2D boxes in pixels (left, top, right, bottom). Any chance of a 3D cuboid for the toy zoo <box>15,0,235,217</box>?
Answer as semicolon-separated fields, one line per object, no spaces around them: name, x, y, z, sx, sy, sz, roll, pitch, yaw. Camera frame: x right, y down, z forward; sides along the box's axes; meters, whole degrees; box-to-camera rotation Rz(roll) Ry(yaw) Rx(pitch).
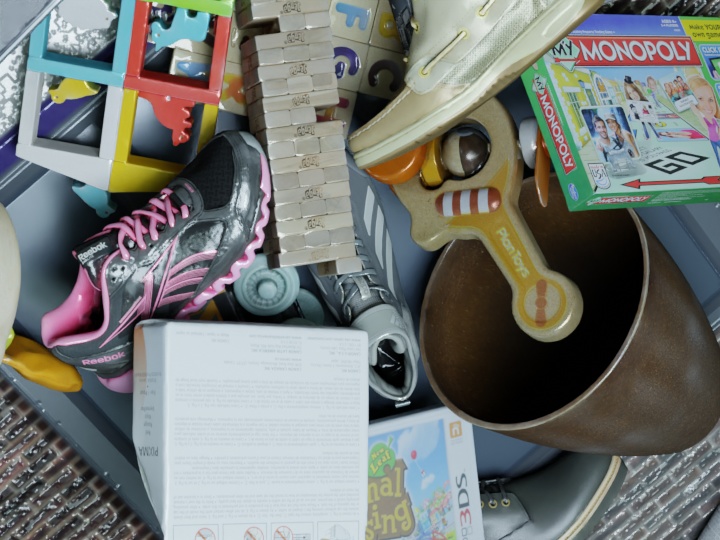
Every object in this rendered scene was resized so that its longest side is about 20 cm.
toy zoo;-0.155;-0.131;1.328;0.130;0.020;0.202;10;112;-2

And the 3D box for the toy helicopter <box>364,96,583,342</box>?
toy helicopter;0.097;-0.045;1.355;0.132;0.201;0.079;-33;158;10

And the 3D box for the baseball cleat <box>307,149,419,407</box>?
baseball cleat;0.000;0.000;1.393;0.069;0.107;0.201;-26;111;0

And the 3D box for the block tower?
block tower;-0.043;-0.095;1.326;0.057;0.054;0.202;-9;91;-14

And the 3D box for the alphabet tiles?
alphabet tiles;-0.052;-0.184;1.357;0.198;0.006;0.168;12;96;-19

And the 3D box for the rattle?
rattle;-0.233;-0.025;1.343;0.142;0.130;0.202;6;80;-28

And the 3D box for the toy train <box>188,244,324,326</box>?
toy train;-0.077;0.057;1.409;0.113;0.085;0.201;-23;113;4

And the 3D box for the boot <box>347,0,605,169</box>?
boot;0.039;-0.175;1.292;0.200;0.073;0.156;-37;90;22

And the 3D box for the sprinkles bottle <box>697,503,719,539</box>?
sprinkles bottle;0.314;0.189;1.564;0.068;0.068;0.201;27;100;-22

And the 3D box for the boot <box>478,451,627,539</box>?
boot;0.087;0.166;1.494;0.200;0.077;0.138;-41;109;0

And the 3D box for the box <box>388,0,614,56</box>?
box;0.106;-0.245;1.358;0.199;0.050;0.159;-20;105;-9

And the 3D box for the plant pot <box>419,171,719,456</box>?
plant pot;0.173;0.056;1.432;0.187;0.187;0.200;-52;135;6

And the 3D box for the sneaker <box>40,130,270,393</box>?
sneaker;-0.136;-0.010;1.303;0.095;0.079;0.201;22;109;-43

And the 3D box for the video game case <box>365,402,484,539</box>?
video game case;0.009;0.198;1.400;0.199;0.022;0.184;-10;95;-38

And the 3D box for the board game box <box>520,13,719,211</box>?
board game box;0.199;-0.110;1.370;0.199;0.029;0.136;-5;69;-38

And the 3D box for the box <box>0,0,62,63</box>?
box;-0.293;-0.158;1.209;0.200;0.197;0.124;-46;112;3

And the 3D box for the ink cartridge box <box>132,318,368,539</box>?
ink cartridge box;-0.070;0.135;1.308;0.161;0.050;0.202;4;87;-35
